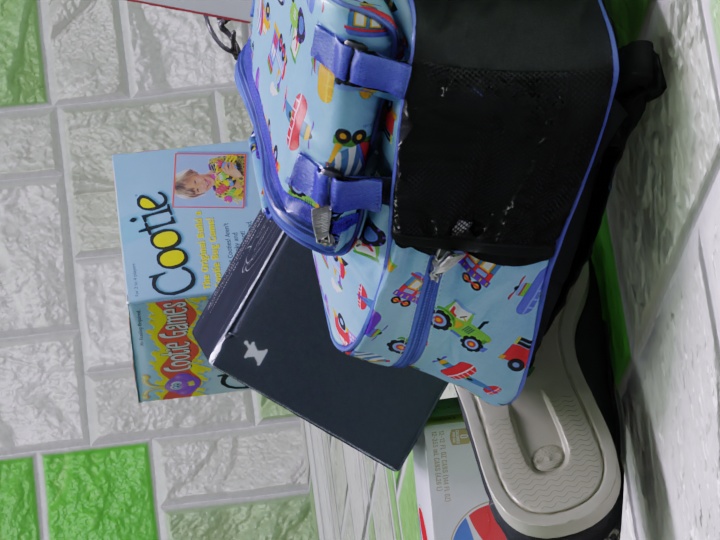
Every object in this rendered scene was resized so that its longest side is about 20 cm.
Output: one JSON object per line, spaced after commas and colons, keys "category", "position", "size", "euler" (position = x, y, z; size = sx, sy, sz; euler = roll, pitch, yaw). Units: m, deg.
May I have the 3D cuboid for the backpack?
{"category": "backpack", "position": [0.023, -0.053, 1.099], "size": [0.183, 0.134, 0.201], "euler": [-103, 19, -49]}

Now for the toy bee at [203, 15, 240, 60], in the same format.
{"category": "toy bee", "position": [0.002, -0.099, 1.756], "size": [0.200, 0.108, 0.131], "euler": [49, -163, -52]}

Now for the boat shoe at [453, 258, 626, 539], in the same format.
{"category": "boat shoe", "position": [0.073, 0.047, 1.183], "size": [0.068, 0.071, 0.201], "euler": [66, -168, -45]}

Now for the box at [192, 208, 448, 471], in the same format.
{"category": "box", "position": [0.000, 0.000, 1.389], "size": [0.149, 0.107, 0.200], "euler": [-60, 6, 0]}

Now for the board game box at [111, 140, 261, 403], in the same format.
{"category": "board game box", "position": [-0.034, -0.005, 1.581], "size": [0.103, 0.199, 0.105], "euler": [91, 171, -55]}

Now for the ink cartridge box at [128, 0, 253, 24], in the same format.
{"category": "ink cartridge box", "position": [-0.038, -0.225, 1.376], "size": [0.084, 0.143, 0.201], "euler": [95, -174, -64]}

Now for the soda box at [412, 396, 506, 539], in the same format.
{"category": "soda box", "position": [0.068, 0.163, 1.380], "size": [0.064, 0.068, 0.201], "euler": [-127, 31, -82]}
